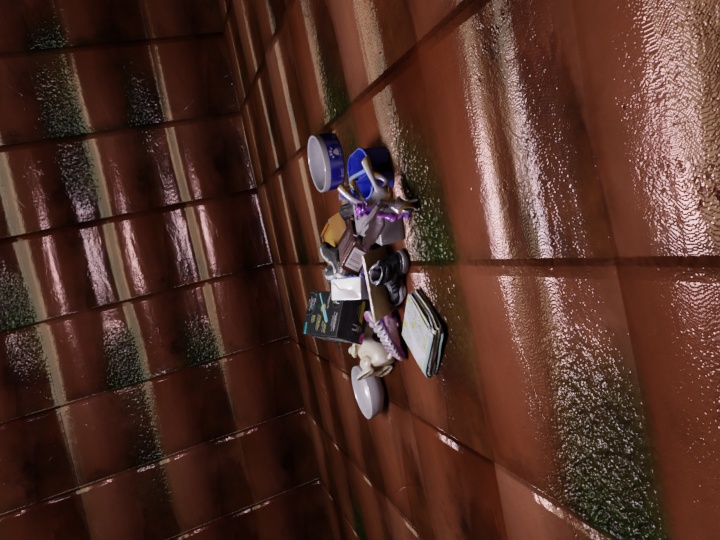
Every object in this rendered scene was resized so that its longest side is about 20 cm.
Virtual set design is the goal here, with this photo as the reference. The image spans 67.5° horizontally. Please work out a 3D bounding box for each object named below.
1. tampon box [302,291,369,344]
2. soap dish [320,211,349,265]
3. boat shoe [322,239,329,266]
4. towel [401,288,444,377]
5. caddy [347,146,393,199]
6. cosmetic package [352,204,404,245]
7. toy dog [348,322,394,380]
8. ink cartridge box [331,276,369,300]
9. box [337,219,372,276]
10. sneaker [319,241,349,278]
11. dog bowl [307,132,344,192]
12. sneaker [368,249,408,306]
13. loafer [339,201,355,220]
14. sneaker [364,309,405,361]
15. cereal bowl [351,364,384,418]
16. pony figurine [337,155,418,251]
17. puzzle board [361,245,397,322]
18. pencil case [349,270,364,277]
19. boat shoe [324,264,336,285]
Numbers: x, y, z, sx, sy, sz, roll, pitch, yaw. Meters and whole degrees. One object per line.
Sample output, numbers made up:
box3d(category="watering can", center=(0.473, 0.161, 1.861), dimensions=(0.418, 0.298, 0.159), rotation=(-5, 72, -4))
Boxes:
box3d(category="tampon box", center=(-0.083, 0.160, 1.835), dimensions=(0.197, 0.124, 0.155), rotation=(-2, 72, 49))
box3d(category="soap dish", center=(-0.087, -0.112, 2.039), dimensions=(0.200, 0.079, 0.162), rotation=(132, 123, -69))
box3d(category="boat shoe", center=(-0.110, -0.060, 2.161), dimensions=(0.060, 0.070, 0.206), rotation=(119, 137, -73))
box3d(category="towel", center=(0.176, 0.179, 1.533), dimensions=(0.173, 0.047, 0.204), rotation=(-117, 23, -43))
box3d(category="caddy", center=(0.017, -0.282, 1.588), dimensions=(0.199, 0.102, 0.146), rotation=(166, 90, -71))
box3d(category="cosmetic package", center=(0.051, -0.152, 1.614), dimensions=(0.199, 0.088, 0.110), rotation=(31, 132, 61))
box3d(category="toy dog", center=(0.031, 0.250, 1.867), dimensions=(0.195, 0.136, 0.204), rotation=(-56, 49, 48))
box3d(category="ink cartridge box", center=(0.007, 0.055, 1.694), dimensions=(0.113, 0.198, 0.069), rotation=(-5, 87, 32))
box3d(category="box", center=(-0.020, -0.075, 1.744), dimensions=(0.102, 0.073, 0.201), rotation=(-58, 19, 21))
box3d(category="sneaker", center=(-0.080, -0.055, 1.882), dimensions=(0.201, 0.065, 0.092), rotation=(55, 132, 44))
box3d(category="dog bowl", center=(-0.127, -0.395, 1.969), dimensions=(0.199, 0.076, 0.207), rotation=(165, 91, -71))
box3d(category="sneaker", center=(0.078, 0.032, 1.608), dimensions=(0.076, 0.111, 0.204), rotation=(-125, 29, -42))
box3d(category="loafer", center=(-0.022, -0.197, 1.815), dimensions=(0.074, 0.071, 0.200), rotation=(69, 162, 5))
box3d(category="sneaker", center=(0.097, 0.194, 1.729), dimensions=(0.203, 0.088, 0.080), rotation=(57, 162, -11))
box3d(category="cereal bowl", center=(0.038, 0.453, 2.053), dimensions=(0.199, 0.081, 0.207), rotation=(166, 91, -72))
box3d(category="pony figurine", center=(0.034, -0.172, 1.440), dimensions=(0.200, 0.193, 0.167), rotation=(44, 179, 13))
box3d(category="puzzle board", center=(0.057, 0.039, 1.655), dimensions=(0.017, 0.150, 0.207), rotation=(-6, 99, 30))
box3d(category="pencil case", center=(0.000, 0.000, 1.861), dimensions=(0.080, 0.085, 0.199), rotation=(-66, 13, -15))
box3d(category="boat shoe", center=(-0.086, 0.033, 1.979), dimensions=(0.200, 0.069, 0.093), rotation=(-114, 3, -80))
